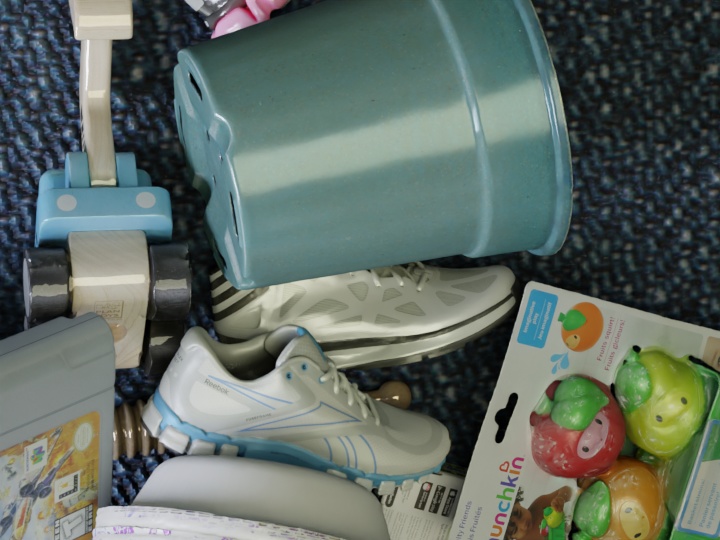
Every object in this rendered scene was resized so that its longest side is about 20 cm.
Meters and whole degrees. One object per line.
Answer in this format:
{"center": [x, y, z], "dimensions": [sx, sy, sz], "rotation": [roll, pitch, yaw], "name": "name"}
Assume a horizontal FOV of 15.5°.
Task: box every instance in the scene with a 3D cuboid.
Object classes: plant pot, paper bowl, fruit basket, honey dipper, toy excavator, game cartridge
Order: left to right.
{"center": [-0.207, 0.132, 1.570], "dimensions": [0.133, 0.041, 0.201], "rotation": [-27, 133, -41], "name": "game cartridge"}
{"center": [-0.163, -0.056, 1.626], "dimensions": [0.100, 0.201, 0.195], "rotation": [-3, 146, -11], "name": "toy excavator"}
{"center": [-0.062, 0.173, 1.582], "dimensions": [0.200, 0.201, 0.105], "rotation": [11, 77, -13], "name": "paper bowl"}
{"center": [-0.065, 0.092, 1.707], "dimensions": [0.199, 0.038, 0.038], "rotation": [-7, 103, -14], "name": "honey dipper"}
{"center": [0.000, -0.083, 1.587], "dimensions": [0.195, 0.200, 0.201], "rotation": [-15, 104, -12], "name": "plant pot"}
{"center": [0.165, 0.116, 1.706], "dimensions": [0.200, 0.094, 0.186], "rotation": [15, 95, -35], "name": "fruit basket"}

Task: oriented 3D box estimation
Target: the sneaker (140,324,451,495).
{"center": [-0.029, 0.079, 1.625], "dimensions": [0.199, 0.075, 0.087], "rotation": [10, 114, -23], "name": "sneaker"}

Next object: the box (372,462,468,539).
{"center": [0.037, 0.227, 1.752], "dimensions": [0.110, 0.035, 0.201], "rotation": [17, 98, -14], "name": "box"}

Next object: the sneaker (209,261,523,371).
{"center": [0.000, 0.000, 1.676], "dimensions": [0.200, 0.076, 0.116], "rotation": [-14, 106, -5], "name": "sneaker"}

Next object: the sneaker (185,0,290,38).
{"center": [-0.046, -0.233, 1.625], "dimensions": [0.095, 0.079, 0.200], "rotation": [42, 90, -5], "name": "sneaker"}
